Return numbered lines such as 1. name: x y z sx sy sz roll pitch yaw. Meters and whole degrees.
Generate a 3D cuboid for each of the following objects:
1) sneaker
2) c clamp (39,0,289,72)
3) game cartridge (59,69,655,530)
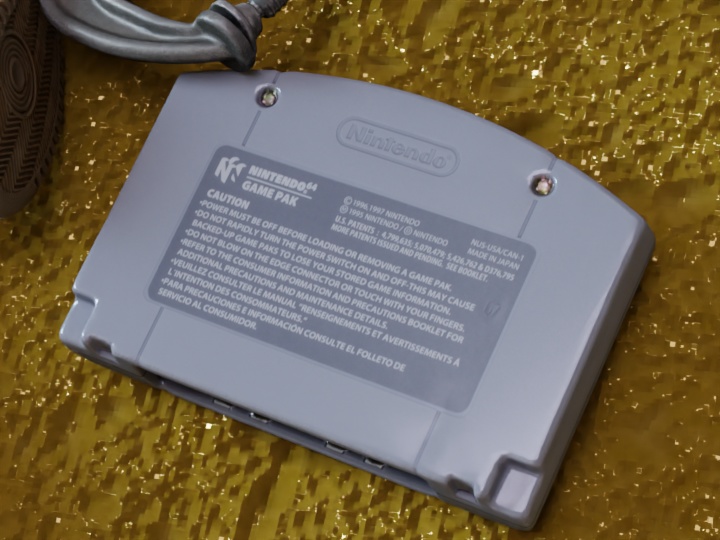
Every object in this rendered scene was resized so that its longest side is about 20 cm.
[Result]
1. sneaker: -0.181 -0.101 0.884 0.111 0.071 0.202 -9 57 10
2. c clamp: -0.025 -0.144 0.857 0.200 0.027 0.170 -43 54 -16
3. game cartridge: 0.000 0.000 0.800 0.199 0.040 0.134 20 78 25
